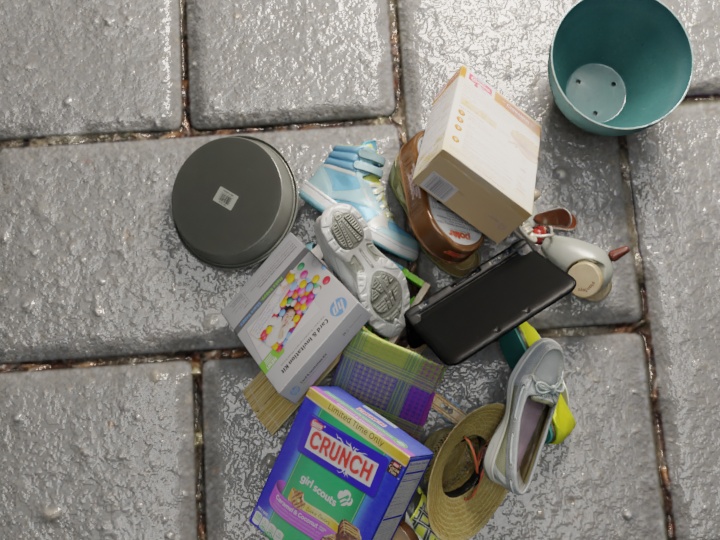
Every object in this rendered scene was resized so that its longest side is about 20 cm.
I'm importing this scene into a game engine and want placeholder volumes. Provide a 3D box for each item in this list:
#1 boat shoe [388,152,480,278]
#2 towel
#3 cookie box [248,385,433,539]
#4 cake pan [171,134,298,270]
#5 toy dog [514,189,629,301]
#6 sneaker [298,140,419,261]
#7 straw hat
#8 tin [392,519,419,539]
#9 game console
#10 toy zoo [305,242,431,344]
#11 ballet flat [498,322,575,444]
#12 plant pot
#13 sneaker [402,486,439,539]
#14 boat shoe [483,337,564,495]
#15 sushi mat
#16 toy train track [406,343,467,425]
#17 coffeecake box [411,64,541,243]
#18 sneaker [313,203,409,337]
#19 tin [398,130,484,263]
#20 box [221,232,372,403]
[{"bbox_3d":[0.107,-0.079,1.181,0.072,0.063,0.203,-28,82,-4],"label":"boat shoe"},{"bbox_3d":[0.024,0.175,1.103,0.142,0.023,0.202,22,123,6],"label":"towel"},{"bbox_3d":[-0.028,0.278,1.043,0.170,0.075,0.203,29,98,29],"label":"cookie box"},{"bbox_3d":[-0.189,-0.104,1.180,0.196,0.037,0.204,-2,81,12],"label":"cake pan"},{"bbox_3d":[0.300,-0.047,1.154,0.200,0.132,0.096,46,106,-3],"label":"toy dog"},{"bbox_3d":[0.022,-0.110,1.174,0.198,0.080,0.132,32,89,4],"label":"sneaker"},{"bbox_3d":[0.128,0.260,1.106,0.084,0.200,0.204,17,78,44],"label":"straw hat"},{"bbox_3d":[-0.009,0.375,1.083,0.197,0.042,0.114,2,88,29],"label":"tin"},{"bbox_3d":[0.169,0.061,1.087,0.198,0.177,0.117,-30,65,-8],"label":"game console"},{"bbox_3d":[-0.014,0.025,1.175,0.198,0.020,0.132,32,81,14],"label":"toy zoo"},{"bbox_3d":[0.252,0.144,1.153,0.066,0.067,0.203,-17,84,-24],"label":"ballet flat"},{"bbox_3d":[0.359,-0.280,1.175,0.196,0.135,0.204,0,81,1],"label":"plant pot"},{"bbox_3d":[0.082,0.343,1.118,0.075,0.075,0.203,-20,89,-15],"label":"sneaker"},{"bbox_3d":[0.226,0.190,1.067,0.074,0.064,0.205,26,86,-31],"label":"boat shoe"},{"bbox_3d":[-0.080,0.128,1.132,0.200,0.012,0.096,-48,51,5],"label":"sushi mat"},{"bbox_3d":[0.089,0.171,1.157,0.199,0.033,0.115,36,83,4],"label":"toy train track"},{"bbox_3d":[0.165,-0.163,1.117,0.152,0.073,0.202,33,45,-16],"label":"coffeecake box"},{"bbox_3d":[0.000,0.000,1.132,0.077,0.099,0.202,-30,98,-18],"label":"sneaker"},{"bbox_3d":[0.112,-0.106,1.125,0.110,0.042,0.203,10,56,-30],"label":"tin"},{"bbox_3d":[-0.092,0.059,1.104,0.156,0.041,0.200,-48,45,2],"label":"box"}]
